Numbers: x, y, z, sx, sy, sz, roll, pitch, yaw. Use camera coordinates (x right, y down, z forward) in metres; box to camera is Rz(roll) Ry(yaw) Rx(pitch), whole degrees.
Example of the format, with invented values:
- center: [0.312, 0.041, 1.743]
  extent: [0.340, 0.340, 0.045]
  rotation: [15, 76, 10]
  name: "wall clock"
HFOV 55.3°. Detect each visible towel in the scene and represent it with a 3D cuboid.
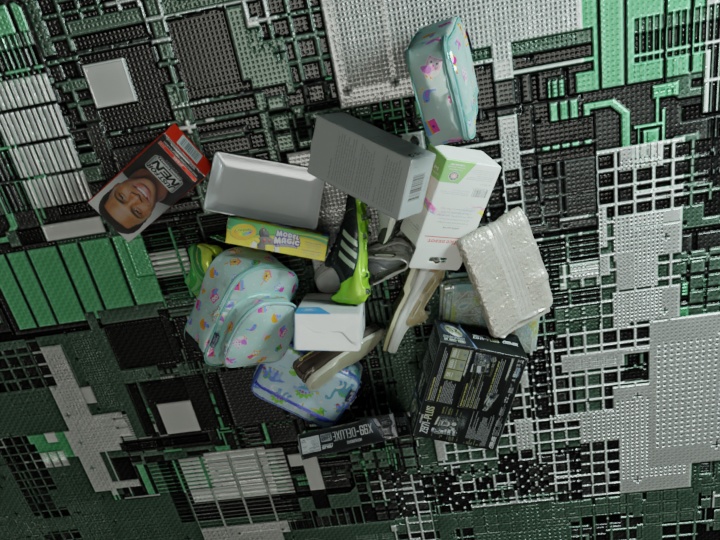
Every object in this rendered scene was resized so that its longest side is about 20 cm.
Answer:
- center: [0.253, 0.008, 1.188]
  extent: [0.131, 0.034, 0.202]
  rotation: [-27, 108, -9]
  name: "towel"
- center: [0.239, 0.080, 1.273]
  extent: [0.197, 0.048, 0.173]
  rotation: [-4, 121, -7]
  name: "towel"

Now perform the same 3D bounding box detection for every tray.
- center: [-0.164, -0.137, 1.190]
  extent: [0.197, 0.022, 0.109]
  rotation: [10, 80, -2]
  name: "tray"

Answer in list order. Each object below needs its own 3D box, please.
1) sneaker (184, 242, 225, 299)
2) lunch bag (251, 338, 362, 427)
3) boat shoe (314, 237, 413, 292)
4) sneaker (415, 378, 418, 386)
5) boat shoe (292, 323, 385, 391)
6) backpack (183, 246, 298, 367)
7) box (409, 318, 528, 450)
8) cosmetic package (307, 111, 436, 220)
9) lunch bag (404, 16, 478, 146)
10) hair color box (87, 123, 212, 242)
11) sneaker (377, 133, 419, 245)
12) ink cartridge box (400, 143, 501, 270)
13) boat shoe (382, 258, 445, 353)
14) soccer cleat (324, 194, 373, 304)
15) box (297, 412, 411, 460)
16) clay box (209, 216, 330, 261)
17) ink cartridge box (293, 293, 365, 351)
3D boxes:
- center: [-0.281, 0.031, 1.288]
  extent: [0.083, 0.074, 0.202]
  rotation: [25, 130, 28]
  name: "sneaker"
- center: [-0.106, 0.214, 1.358]
  extent: [0.198, 0.083, 0.161]
  rotation: [30, 118, -10]
  name: "lunch bag"
- center: [0.000, 0.000, 1.243]
  extent: [0.198, 0.070, 0.071]
  rotation: [-22, 116, 19]
  name: "boat shoe"
- center: [0.199, 0.212, 1.337]
  extent: [0.198, 0.080, 0.078]
  rotation: [-19, 115, 14]
  name: "sneaker"
- center: [-0.037, 0.148, 1.282]
  extent: [0.059, 0.199, 0.072]
  rotation: [43, 145, 23]
  name: "boat shoe"
- center: [-0.199, 0.065, 1.212]
  extent: [0.174, 0.153, 0.203]
  rotation: [2, 111, -47]
  name: "backpack"
- center: [0.190, 0.208, 1.244]
  extent: [0.161, 0.086, 0.203]
  rotation: [10, 113, -5]
  name: "box"
- center: [0.014, -0.171, 1.099]
  extent: [0.199, 0.071, 0.103]
  rotation: [31, 123, 29]
  name: "cosmetic package"
- center: [0.130, -0.280, 1.024]
  extent: [0.076, 0.201, 0.162]
  rotation: [-11, 117, 21]
  name: "lunch bag"
- center: [-0.364, -0.150, 1.195]
  extent: [0.199, 0.061, 0.102]
  rotation: [-36, 111, 20]
  name: "hair color box"
- center: [0.050, -0.140, 1.178]
  extent: [0.078, 0.074, 0.203]
  rotation: [17, 119, 17]
  name: "sneaker"
- center: [0.143, -0.103, 1.162]
  extent: [0.116, 0.067, 0.202]
  rotation: [3, 121, -29]
  name: "ink cartridge box"
- center: [0.097, 0.071, 1.272]
  extent: [0.068, 0.075, 0.202]
  rotation: [18, 114, -4]
  name: "boat shoe"
- center: [-0.022, -0.042, 1.190]
  extent: [0.080, 0.067, 0.203]
  rotation: [-3, 84, 16]
  name: "soccer cleat"
- center: [-0.008, 0.328, 1.371]
  extent: [0.197, 0.158, 0.050]
  rotation: [-15, 75, 10]
  name: "box"
- center: [-0.153, -0.059, 1.196]
  extent: [0.197, 0.115, 0.048]
  rotation: [11, 95, -3]
  name: "clay box"
- center: [-0.051, 0.085, 1.234]
  extent: [0.114, 0.200, 0.068]
  rotation: [0, 100, 3]
  name: "ink cartridge box"
